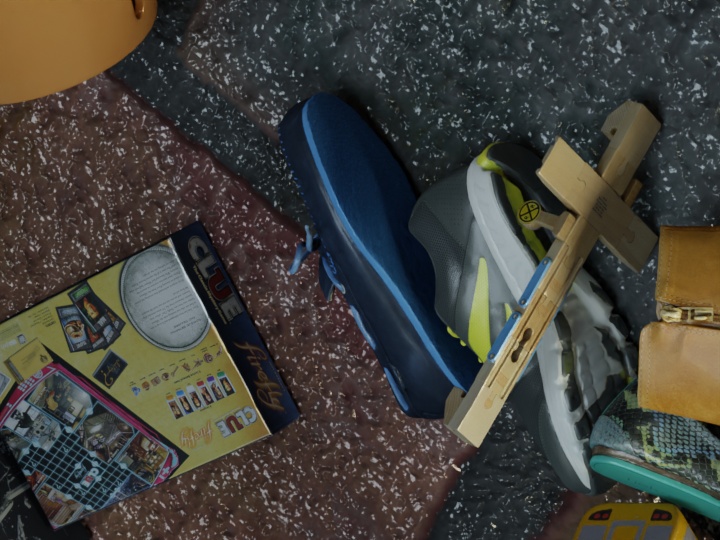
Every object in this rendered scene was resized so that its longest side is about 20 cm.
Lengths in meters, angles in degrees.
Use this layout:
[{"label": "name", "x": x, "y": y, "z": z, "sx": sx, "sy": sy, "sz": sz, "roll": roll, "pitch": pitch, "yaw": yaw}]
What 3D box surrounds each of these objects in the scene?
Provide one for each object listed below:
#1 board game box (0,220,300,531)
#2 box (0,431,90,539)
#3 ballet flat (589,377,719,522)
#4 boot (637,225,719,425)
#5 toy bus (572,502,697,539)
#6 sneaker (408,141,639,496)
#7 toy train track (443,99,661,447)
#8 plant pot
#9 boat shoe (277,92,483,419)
[{"label": "board game box", "x": -0.146, "y": 0.068, "z": 1.742, "sx": 0.200, "sy": 0.035, "sz": 0.136, "roll": -25, "pitch": 94, "yaw": 37}, {"label": "box", "x": -0.305, "y": 0.142, "z": 1.783, "sx": 0.104, "sy": 0.182, "sz": 0.200, "roll": -35, "pitch": 89, "yaw": 37}, {"label": "ballet flat", "x": 0.221, "y": 0.115, "z": 1.501, "sx": 0.200, "sy": 0.074, "sz": 0.074, "roll": 28, "pitch": 123, "yaw": -1}, {"label": "boot", "x": 0.215, "y": 0.074, "z": 1.456, "sx": 0.144, "sy": 0.071, "sz": 0.202, "roll": -2, "pitch": 86, "yaw": 14}, {"label": "toy bus", "x": 0.175, "y": 0.219, "z": 1.541, "sx": 0.065, "sy": 0.078, "sz": 0.200, "roll": -4, "pitch": 134, "yaw": 33}, {"label": "sneaker", "x": 0.092, "y": 0.030, "z": 1.561, "sx": 0.085, "sy": 0.074, "sz": 0.200, "roll": -19, "pitch": 89, "yaw": 43}, {"label": "toy train track", "x": 0.095, "y": -0.002, "z": 1.490, "sx": 0.032, "sy": 0.115, "sz": 0.200, "roll": 20, "pitch": 76, "yaw": 42}, {"label": "plant pot", "x": -0.200, "y": -0.186, "z": 1.589, "sx": 0.200, "sy": 0.200, "sz": 0.140, "roll": 3, "pitch": 126, "yaw": 32}, {"label": "boat shoe", "x": 0.000, "y": 0.000, "z": 1.593, "sx": 0.069, "sy": 0.084, "sz": 0.200, "roll": -23, "pitch": 93, "yaw": 39}]
